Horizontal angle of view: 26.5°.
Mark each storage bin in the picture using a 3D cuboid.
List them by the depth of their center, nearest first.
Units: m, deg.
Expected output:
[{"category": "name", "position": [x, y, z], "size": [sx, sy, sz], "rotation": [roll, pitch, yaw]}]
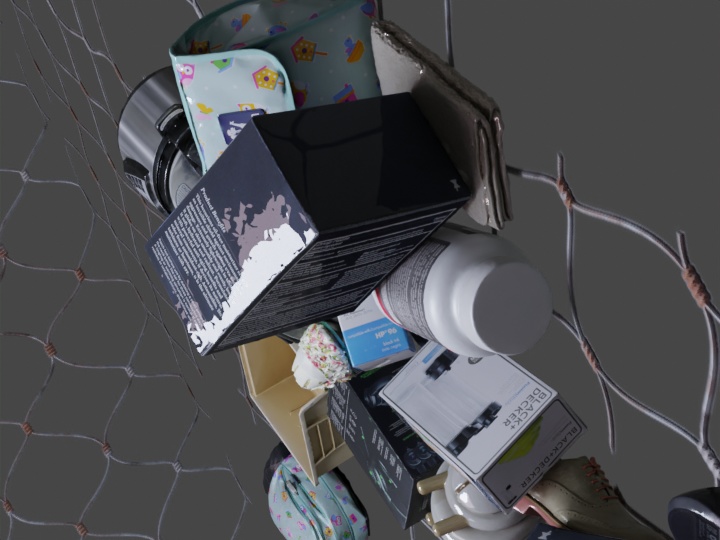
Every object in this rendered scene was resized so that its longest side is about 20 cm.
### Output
[{"category": "storage bin", "position": [-0.090, 0.170, 2.237], "size": [0.200, 0.093, 0.200], "rotation": [50, 160, 37]}]

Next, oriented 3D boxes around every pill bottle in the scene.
[{"category": "pill bottle", "position": [0.093, 0.017, 1.393], "size": [0.112, 0.110, 0.200], "rotation": [67, 164, -17]}]

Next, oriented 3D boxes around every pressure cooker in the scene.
[{"category": "pressure cooker", "position": [-0.197, -0.149, 1.912], "size": [0.200, 0.174, 0.180], "rotation": [43, 132, 46]}]

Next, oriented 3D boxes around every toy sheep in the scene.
[{"category": "toy sheep", "position": [0.132, 0.240, 1.594], "size": [0.138, 0.137, 0.200], "rotation": [54, 171, 26]}]

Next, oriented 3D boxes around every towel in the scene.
[{"category": "towel", "position": [0.073, -0.132, 1.360], "size": [0.200, 0.034, 0.133], "rotation": [48, 157, 44]}]

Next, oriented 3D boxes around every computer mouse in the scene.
[{"category": "computer mouse", "position": [0.320, 0.227, 1.152], "size": [0.200, 0.053, 0.139], "rotation": [38, 154, 33]}]

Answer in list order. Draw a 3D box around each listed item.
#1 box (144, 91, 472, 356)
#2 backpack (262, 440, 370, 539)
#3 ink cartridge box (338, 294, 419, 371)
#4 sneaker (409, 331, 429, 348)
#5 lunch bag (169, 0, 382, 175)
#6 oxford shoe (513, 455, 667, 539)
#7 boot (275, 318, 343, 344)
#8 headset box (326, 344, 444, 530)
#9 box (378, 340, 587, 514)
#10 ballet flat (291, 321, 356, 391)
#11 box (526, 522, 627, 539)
[{"category": "box", "position": [-0.046, -0.044, 1.329], "size": [0.198, 0.199, 0.124], "rotation": [-43, 71, 41]}, {"category": "backpack", "position": [-0.073, 0.382, 2.468], "size": [0.200, 0.126, 0.168], "rotation": [49, 156, 30]}, {"category": "ink cartridge box", "position": [0.000, 0.000, 1.635], "size": [0.116, 0.067, 0.202], "rotation": [40, -148, -81]}, {"category": "sneaker", "position": [0.058, -0.010, 1.571], "size": [0.079, 0.065, 0.202], "rotation": [-101, -11, -62]}, {"category": "lunch bag", "position": [-0.074, -0.171, 1.448], "size": [0.122, 0.199, 0.172], "rotation": [43, 154, 49]}, {"category": "oxford shoe", "position": [0.210, 0.213, 1.427], "size": [0.199, 0.076, 0.070], "rotation": [24, -176, 38]}, {"category": "boot", "position": [-0.087, 0.011, 1.761], "size": [0.198, 0.132, 0.068], "rotation": [27, -178, -10]}, {"category": "headset box", "position": [0.048, 0.195, 1.849], "size": [0.201, 0.092, 0.175], "rotation": [55, 162, 24]}, {"category": "box", "position": [0.116, 0.136, 1.490], "size": [0.060, 0.117, 0.200], "rotation": [49, 174, -34]}, {"category": "ballet flat", "position": [-0.043, 0.103, 1.670], "size": [0.076, 0.064, 0.200], "rotation": [49, 175, 9]}, {"category": "box", "position": [0.236, 0.346, 1.343], "size": [0.195, 0.117, 0.202], "rotation": [3, 124, 39]}]
